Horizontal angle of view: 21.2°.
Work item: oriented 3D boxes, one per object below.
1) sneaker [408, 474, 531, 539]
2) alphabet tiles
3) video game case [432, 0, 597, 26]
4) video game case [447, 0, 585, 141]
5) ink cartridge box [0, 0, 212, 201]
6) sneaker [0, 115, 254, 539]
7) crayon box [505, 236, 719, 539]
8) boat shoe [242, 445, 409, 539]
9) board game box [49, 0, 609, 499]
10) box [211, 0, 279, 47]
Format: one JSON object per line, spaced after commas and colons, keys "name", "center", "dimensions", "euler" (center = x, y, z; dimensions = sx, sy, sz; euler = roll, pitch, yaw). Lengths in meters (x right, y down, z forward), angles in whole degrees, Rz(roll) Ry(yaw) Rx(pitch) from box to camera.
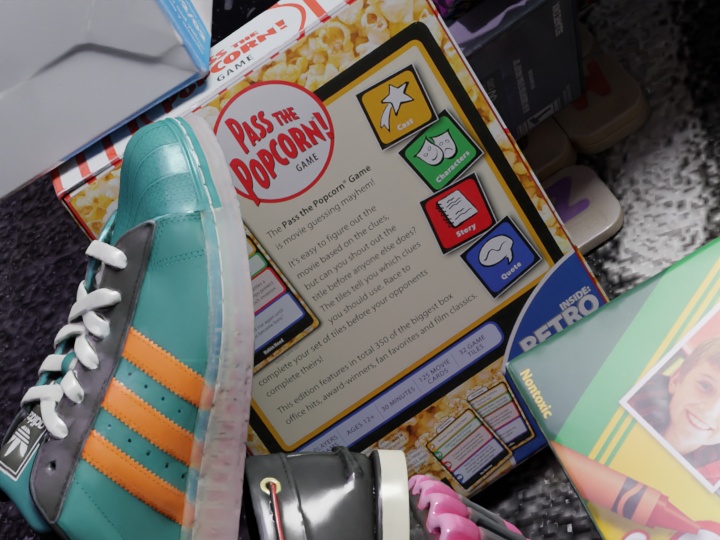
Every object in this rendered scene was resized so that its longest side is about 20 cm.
{"name": "sneaker", "center": [0.040, 0.154, 0.667], "dimensions": [0.096, 0.079, 0.200], "euler": [-49, 34, 15]}
{"name": "alphabet tiles", "center": [0.032, -0.047, 0.896], "dimensions": [0.199, 0.015, 0.196], "euler": [-33, 41, 2]}
{"name": "video game case", "center": [0.096, -0.149, 0.818], "dimensions": [0.180, 0.200, 0.036], "euler": [-32, 85, -8]}
{"name": "video game case", "center": [0.007, -0.045, 0.805], "dimensions": [0.199, 0.143, 0.019], "euler": [-36, 75, 0]}
{"name": "ink cartridge box", "center": [-0.120, -0.106, 0.755], "dimensions": [0.115, 0.068, 0.200], "euler": [-29, 23, 10]}
{"name": "sneaker", "center": [-0.083, 0.048, 0.644], "dimensions": [0.079, 0.202, 0.071], "euler": [1, 5, -20]}
{"name": "crayon box", "center": [0.169, 0.073, 0.616], "dimensions": [0.172, 0.058, 0.201], "euler": [-31, 60, 4]}
{"name": "boat shoe", "center": [-0.013, 0.160, 0.644], "dimensions": [0.062, 0.074, 0.203], "euler": [0, 74, -7]}
{"name": "board game box", "center": [0.000, 0.000, 0.728], "dimensions": [0.151, 0.201, 0.046], "euler": [-33, 25, 0]}
{"name": "box", "center": [-0.081, -0.171, 0.931], "dimensions": [0.196, 0.201, 0.124], "euler": [-37, 23, -3]}
